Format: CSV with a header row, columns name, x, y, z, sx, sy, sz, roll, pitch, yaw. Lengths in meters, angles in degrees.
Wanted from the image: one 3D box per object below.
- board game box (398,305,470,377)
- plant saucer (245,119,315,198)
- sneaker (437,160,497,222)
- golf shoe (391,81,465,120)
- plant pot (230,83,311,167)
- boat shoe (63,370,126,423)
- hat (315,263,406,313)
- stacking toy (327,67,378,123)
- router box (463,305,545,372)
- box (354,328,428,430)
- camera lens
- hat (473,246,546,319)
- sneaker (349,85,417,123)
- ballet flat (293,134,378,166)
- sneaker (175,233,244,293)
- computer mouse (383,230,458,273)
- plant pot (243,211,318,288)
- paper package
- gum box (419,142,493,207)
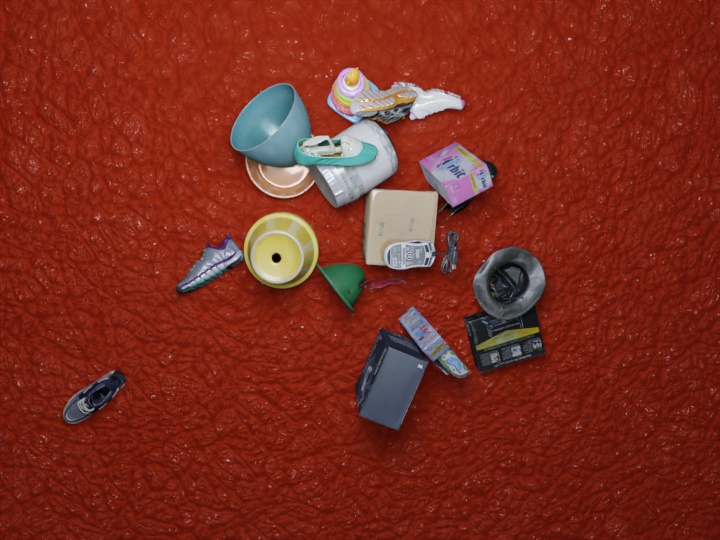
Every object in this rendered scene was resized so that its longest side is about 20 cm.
name,x,y,z,sx,sy,sz,roll,pitch,yaw
board game box,0.200,0.205,1.407,0.062,0.200,0.200,-41,99,2
plant saucer,-0.203,-0.293,1.386,0.198,0.037,0.202,-1,98,-4
sneaker,0.287,-0.215,1.418,0.060,0.104,0.200,44,57,1
golf shoe,0.173,-0.437,1.382,0.198,0.075,0.092,11,108,1
plant pot,-0.198,-0.332,1.283,0.200,0.200,0.135,-45,136,3
boat shoe,-0.733,0.352,1.413,0.200,0.093,0.075,-41,99,2
hat,0.000,0.000,1.395,0.176,0.200,0.166,-38,73,-4
stacking toy,-0.022,-0.452,1.289,0.109,0.200,0.116,35,93,-2
router box,0.410,0.184,1.494,0.198,0.052,0.159,-16,100,-2
box,0.077,0.284,1.410,0.117,0.200,0.198,22,96,-7
camera lens,-0.016,-0.273,1.328,0.199,0.160,0.161,-34,100,-9
hat,0.407,0.034,1.456,0.199,0.081,0.203,0,92,4
sneaker,0.057,-0.397,1.288,0.199,0.078,0.078,-20,145,-33
ballet flat,-0.057,-0.279,1.209,0.198,0.071,0.068,-3,65,0
sneaker,-0.413,-0.017,1.403,0.199,0.074,0.088,-31,86,-9
computer mouse,0.153,-0.045,1.344,0.198,0.044,0.111,-1,103,-10
plant pot,-0.207,-0.045,1.346,0.199,0.189,0.203,-1,99,-3
paper package,0.103,-0.117,1.401,0.189,0.103,0.202,2,99,-4
gum box,0.239,-0.252,1.349,0.113,0.200,0.066,-28,124,1
